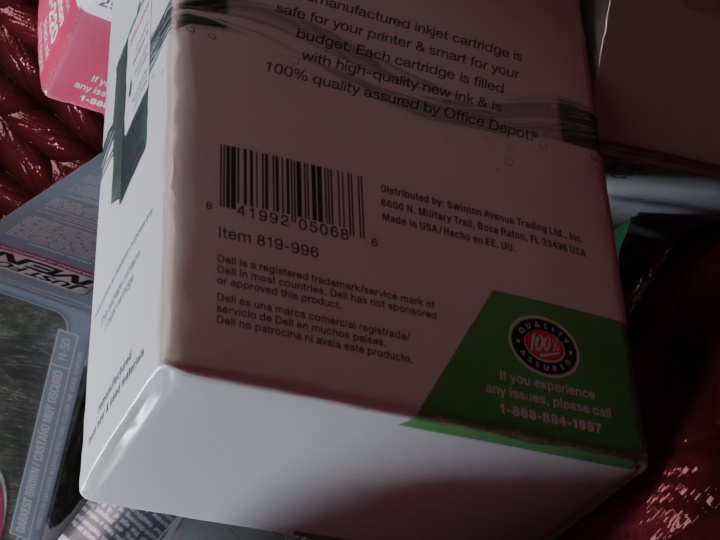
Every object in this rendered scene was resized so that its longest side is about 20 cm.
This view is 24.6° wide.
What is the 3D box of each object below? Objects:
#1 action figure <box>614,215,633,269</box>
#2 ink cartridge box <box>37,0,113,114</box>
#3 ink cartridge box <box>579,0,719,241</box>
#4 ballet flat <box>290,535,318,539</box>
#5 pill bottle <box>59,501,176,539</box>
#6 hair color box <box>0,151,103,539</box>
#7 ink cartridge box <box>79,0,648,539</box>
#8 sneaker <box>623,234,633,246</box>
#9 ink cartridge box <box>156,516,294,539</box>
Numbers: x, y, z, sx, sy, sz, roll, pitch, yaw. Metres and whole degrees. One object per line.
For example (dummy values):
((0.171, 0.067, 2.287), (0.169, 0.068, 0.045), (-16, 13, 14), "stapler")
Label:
((0.034, 0.061, 0.664), (0.118, 0.055, 0.200), (-55, 1, -35), "action figure")
((-0.017, -0.139, 0.596), (0.201, 0.144, 0.085), (-57, 29, 36), "ink cartridge box")
((0.116, -0.121, 0.613), (0.145, 0.083, 0.202), (142, 140, -80), "ink cartridge box")
((-0.036, 0.061, 0.751), (0.062, 0.067, 0.202), (5, -88, -67), "ballet flat")
((-0.121, 0.169, 0.996), (0.200, 0.119, 0.120), (-50, 2, -13), "pill bottle")
((-0.109, 0.022, 0.644), (0.200, 0.060, 0.100), (-58, -14, -72), "hair color box")
((-0.003, -0.025, 0.508), (0.083, 0.145, 0.202), (129, 147, -49), "ink cartridge box")
((0.129, -0.058, 0.789), (0.201, 0.074, 0.082), (-54, -27, 5), "sneaker")
((-0.077, 0.169, 0.557), (0.146, 0.087, 0.200), (-50, 0, 6), "ink cartridge box")
